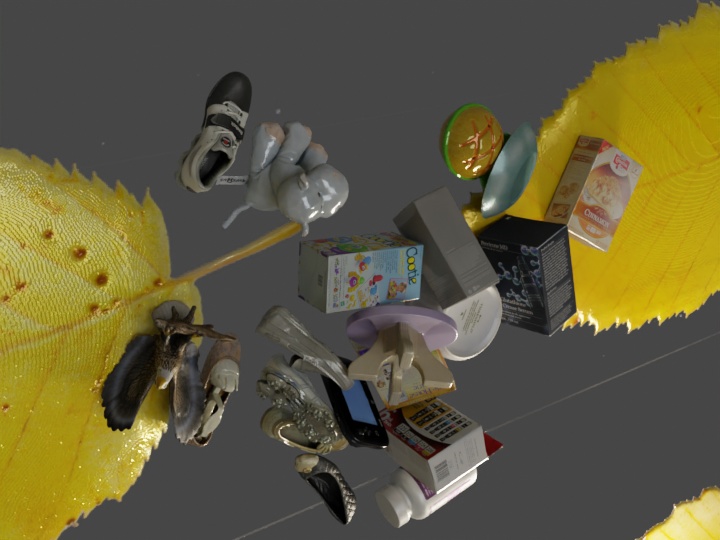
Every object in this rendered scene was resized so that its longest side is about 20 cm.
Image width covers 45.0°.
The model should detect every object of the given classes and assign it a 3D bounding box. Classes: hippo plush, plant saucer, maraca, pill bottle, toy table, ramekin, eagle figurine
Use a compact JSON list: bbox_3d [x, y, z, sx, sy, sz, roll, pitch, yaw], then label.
[{"bbox_3d":[-0.109,-0.149,1.376,0.199,0.160,0.161,-18,116,-29],"label":"hippo plush"},{"bbox_3d":[0.296,-0.184,1.662,0.201,0.038,0.202,-50,157,-30],"label":"plant saucer"},{"bbox_3d":[0.218,-0.230,1.614,0.199,0.107,0.138,25,93,-46],"label":"maraca"},{"bbox_3d":[0.131,0.434,1.771,0.199,0.112,0.113,-27,119,-25],"label":"pill bottle"},{"bbox_3d":[0.073,0.143,1.522,0.198,0.118,0.185,-2,144,5],"label":"toy table"},{"bbox_3d":[0.189,0.083,1.704,0.201,0.094,0.205,-11,111,-31],"label":"ramekin"},{"bbox_3d":[-0.308,0.160,1.366,0.151,0.151,0.201,-23,142,-57],"label":"eagle figurine"}]

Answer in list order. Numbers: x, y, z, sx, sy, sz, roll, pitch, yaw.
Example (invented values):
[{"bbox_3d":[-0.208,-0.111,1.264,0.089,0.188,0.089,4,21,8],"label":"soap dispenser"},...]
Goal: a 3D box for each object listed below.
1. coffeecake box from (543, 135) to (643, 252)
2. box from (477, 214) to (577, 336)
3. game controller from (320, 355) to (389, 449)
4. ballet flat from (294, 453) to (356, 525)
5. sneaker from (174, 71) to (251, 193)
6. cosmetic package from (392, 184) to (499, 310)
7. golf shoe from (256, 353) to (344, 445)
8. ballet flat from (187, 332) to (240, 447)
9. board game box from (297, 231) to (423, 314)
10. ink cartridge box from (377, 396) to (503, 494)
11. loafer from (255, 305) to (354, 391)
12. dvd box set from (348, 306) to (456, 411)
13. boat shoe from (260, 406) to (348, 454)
[{"bbox_3d":[0.497,-0.162,1.849,0.153,0.073,0.202,22,92,-37],"label":"coffeecake box"},{"bbox_3d":[0.335,0.008,1.737,0.107,0.148,0.202,-33,121,-35],"label":"box"},{"bbox_3d":[-0.013,0.234,1.562,0.104,0.201,0.042,12,129,-35],"label":"game controller"},{"bbox_3d":[-0.062,0.412,1.654,0.066,0.057,0.200,-21,128,20],"label":"ballet flat"},{"bbox_3d":[-0.209,-0.208,1.336,0.074,0.088,0.202,24,90,-36],"label":"sneaker"},{"bbox_3d":[0.152,-0.040,1.578,0.090,0.107,0.201,-25,87,-25],"label":"cosmetic package"},{"bbox_3d":[-0.095,0.225,1.542,0.078,0.098,0.200,-29,117,26],"label":"golf shoe"},{"bbox_3d":[-0.241,0.206,1.463,0.068,0.067,0.202,20,93,-38],"label":"ballet flat"},{"bbox_3d":[0.000,0.000,1.539,0.198,0.103,0.106,-7,109,-33],"label":"board game box"},{"bbox_3d":[0.147,0.313,1.685,0.175,0.199,0.085,-27,119,-24],"label":"ink cartridge box"},{"bbox_3d":[-0.096,0.145,1.513,0.200,0.070,0.070,42,83,-6],"label":"loafer"},{"bbox_3d":[0.082,0.172,1.652,0.145,0.030,0.201,-20,122,13],"label":"dvd box set"},{"bbox_3d":[-0.091,0.302,1.602,0.200,0.063,0.074,27,90,-38],"label":"boat shoe"}]
